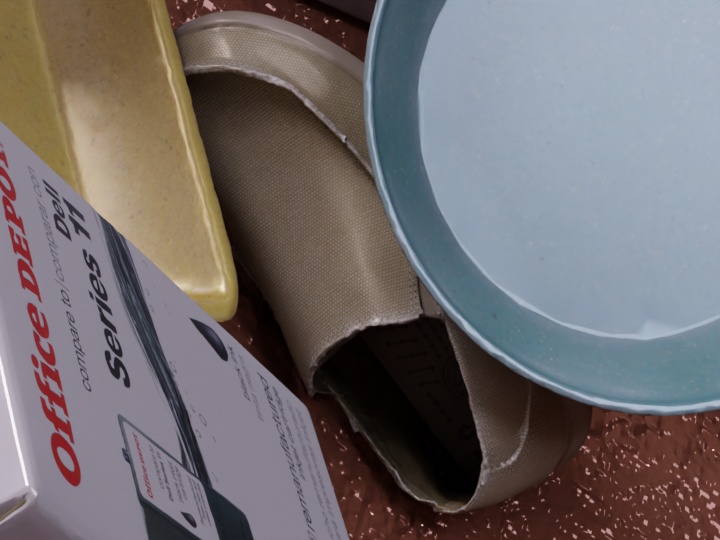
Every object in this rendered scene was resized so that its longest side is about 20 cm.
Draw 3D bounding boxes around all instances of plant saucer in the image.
[{"bbox_3d":[0.092,-0.052,0.908,0.199,0.036,0.201,1,85,-16],"label":"plant saucer"},{"bbox_3d":[-0.149,-0.068,0.850,0.199,0.048,0.201,4,61,-41],"label":"plant saucer"}]

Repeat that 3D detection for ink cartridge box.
[{"bbox_3d":[-0.077,0.063,0.724,0.200,0.083,0.147,45,20,-49],"label":"ink cartridge box"}]

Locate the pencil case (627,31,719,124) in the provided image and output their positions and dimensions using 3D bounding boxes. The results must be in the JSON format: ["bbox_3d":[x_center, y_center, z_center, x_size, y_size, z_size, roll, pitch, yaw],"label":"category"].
[{"bbox_3d":[0.170,-0.090,0.992,0.199,0.087,0.088,-24,79,-11],"label":"pencil case"}]

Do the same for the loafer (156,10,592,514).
[{"bbox_3d":[0.000,0.000,0.917,0.200,0.076,0.068,48,37,-7],"label":"loafer"}]

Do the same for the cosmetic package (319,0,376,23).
[{"bbox_3d":[0.047,-0.136,1.030,0.199,0.102,0.074,21,50,-33],"label":"cosmetic package"}]
